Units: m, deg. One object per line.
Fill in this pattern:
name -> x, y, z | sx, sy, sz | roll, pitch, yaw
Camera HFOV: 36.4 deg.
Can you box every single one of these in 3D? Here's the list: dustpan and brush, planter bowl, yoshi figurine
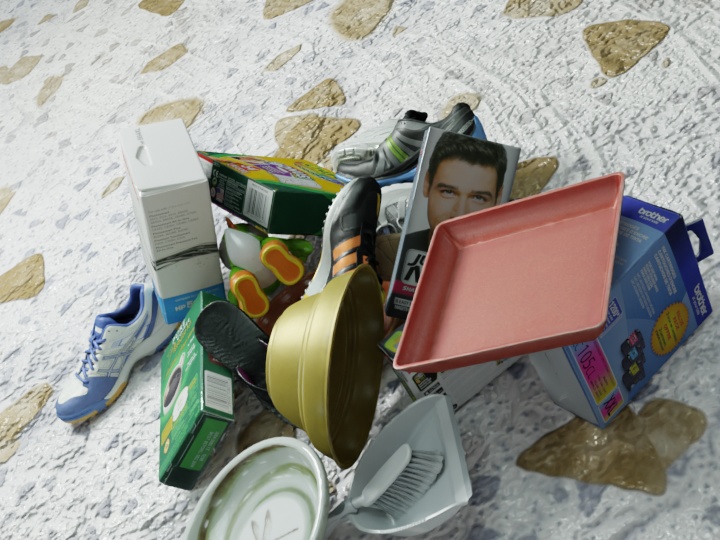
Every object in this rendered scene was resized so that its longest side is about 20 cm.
dustpan and brush -> 0.013, 0.214, 1.037 | 0.200, 0.057, 0.140 | -50, 28, 27
planter bowl -> -0.040, 0.090, 1.079 | 0.083, 0.201, 0.201 | 5, 48, 16
yoshi figurine -> -0.118, 0.001, 1.318 | 0.112, 0.112, 0.200 | 4, 13, -16

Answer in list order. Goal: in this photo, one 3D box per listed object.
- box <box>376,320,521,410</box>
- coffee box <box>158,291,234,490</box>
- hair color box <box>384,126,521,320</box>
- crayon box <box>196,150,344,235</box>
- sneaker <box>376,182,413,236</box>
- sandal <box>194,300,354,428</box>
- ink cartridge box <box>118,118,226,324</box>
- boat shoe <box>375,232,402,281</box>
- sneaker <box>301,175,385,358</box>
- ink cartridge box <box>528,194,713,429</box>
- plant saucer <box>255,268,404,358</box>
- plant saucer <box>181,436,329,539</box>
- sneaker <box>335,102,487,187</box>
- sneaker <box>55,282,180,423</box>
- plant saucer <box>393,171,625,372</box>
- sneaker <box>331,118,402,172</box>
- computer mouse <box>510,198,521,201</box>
box -> 0.124, 0.055, 1.099 | 0.200, 0.110, 0.035 | -37, 37, -7
coffee box -> -0.185, 0.131, 1.238 | 0.123, 0.044, 0.200 | -57, 26, 29
hair color box -> 0.095, -0.041, 1.148 | 0.099, 0.201, 0.061 | 13, 3, -1
crayon box -> -0.091, -0.098, 1.381 | 0.172, 0.058, 0.200 | -1, 19, -38
sneaker -> 0.071, -0.061, 1.292 | 0.199, 0.075, 0.082 | -23, 37, 11
sandal -> -0.098, 0.106, 1.166 | 0.200, 0.048, 0.075 | 33, 92, 12
ink cartridge box -> -0.227, -0.060, 1.331 | 0.084, 0.200, 0.146 | -14, 42, -14
boat shoe -> 0.106, -0.023, 1.228 | 0.199, 0.072, 0.065 | -4, 14, 18
sneaker -> 0.000, 0.000, 1.188 | 0.090, 0.070, 0.201 | 22, 94, 33
ink cartridge box -> 0.246, 0.027, 1.021 | 0.200, 0.137, 0.076 | -45, 40, -16
plant saucer -> -0.039, 0.072, 1.259 | 0.200, 0.032, 0.201 | -20, 39, 17
plant saucer -> -0.094, 0.260, 1.051 | 0.200, 0.050, 0.201 | -31, 39, 29
sneaker -> 0.059, -0.148, 1.326 | 0.199, 0.083, 0.071 | -18, -6, 30
sneaker -> -0.322, 0.099, 1.381 | 0.075, 0.088, 0.200 | 20, 62, 44
plant saucer -> 0.141, 0.009, 0.978 | 0.199, 0.037, 0.200 | -15, 37, 31
sneaker -> 0.061, -0.165, 1.419 | 0.199, 0.078, 0.099 | 2, 41, 32
computer mouse -> 0.219, -0.043, 1.204 | 0.059, 0.034, 0.200 | -41, 38, -10
